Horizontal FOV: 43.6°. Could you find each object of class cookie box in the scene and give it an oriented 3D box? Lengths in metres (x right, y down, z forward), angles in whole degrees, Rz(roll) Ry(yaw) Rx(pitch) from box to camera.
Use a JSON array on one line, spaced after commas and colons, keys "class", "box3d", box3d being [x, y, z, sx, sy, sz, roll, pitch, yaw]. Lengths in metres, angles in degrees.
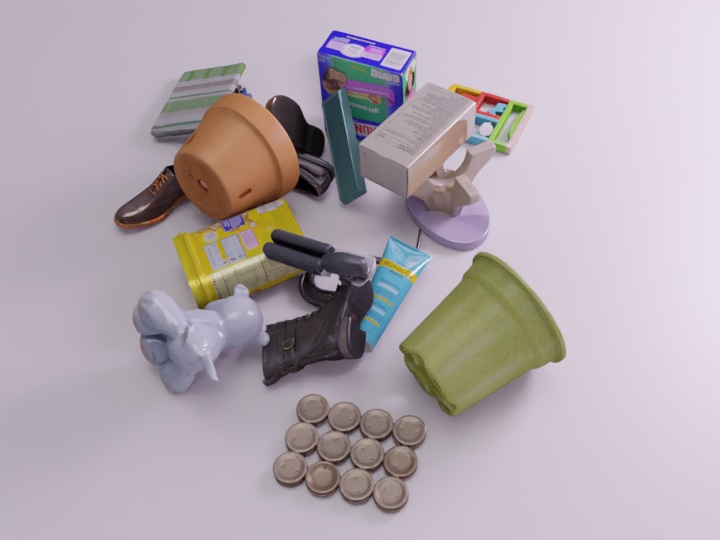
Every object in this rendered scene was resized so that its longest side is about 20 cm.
[{"class": "cookie box", "box3d": [0.015, -0.319, 1.646, 0.170, 0.201, 0.075, 19, 55, 18]}]

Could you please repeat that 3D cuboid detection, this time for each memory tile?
[{"class": "memory tile", "box3d": [-0.014, 0.260, 1.292, 0.199, 0.017, 0.154, 11, 52, 11]}]

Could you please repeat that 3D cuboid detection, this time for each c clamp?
[{"class": "c clamp", "box3d": [0.000, 0.000, 1.501, 0.198, 0.027, 0.172, 4, 57, 6]}]

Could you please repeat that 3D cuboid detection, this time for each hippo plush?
[{"class": "hippo plush", "box3d": [-0.234, 0.075, 1.352, 0.160, 0.200, 0.160, -32, 94, -34]}]

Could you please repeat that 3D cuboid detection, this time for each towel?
[{"class": "towel", "box3d": [-0.313, -0.331, 1.766, 0.148, 0.031, 0.201, -2, 47, 22]}]

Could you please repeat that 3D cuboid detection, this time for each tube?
[{"class": "tube", "box3d": [0.040, 0.037, 1.437, 0.077, 0.050, 0.201, 30, 61, 0]}]

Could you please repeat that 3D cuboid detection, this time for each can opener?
[{"class": "can opener", "box3d": [-0.067, -0.027, 1.357, 0.199, 0.067, 0.054, 18, 66, 30]}]

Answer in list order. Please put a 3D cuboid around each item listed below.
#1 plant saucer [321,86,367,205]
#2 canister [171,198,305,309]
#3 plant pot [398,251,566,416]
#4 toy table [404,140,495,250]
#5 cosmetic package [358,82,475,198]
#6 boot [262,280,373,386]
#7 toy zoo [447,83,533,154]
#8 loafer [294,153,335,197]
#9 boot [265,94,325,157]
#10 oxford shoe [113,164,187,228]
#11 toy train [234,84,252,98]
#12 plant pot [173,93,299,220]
[{"class": "plant saucer", "box3d": [-0.032, -0.222, 1.601, 0.019, 0.070, 0.201, -1, 75, -37]}, {"class": "canister", "box3d": [-0.192, -0.025, 1.480, 0.199, 0.087, 0.149, -22, 52, -9]}, {"class": "plant pot", "box3d": [0.165, 0.107, 1.314, 0.184, 0.201, 0.200, -37, 57, -11]}, {"class": "toy table", "box3d": [0.151, -0.145, 1.551, 0.183, 0.118, 0.200, -32, 55, -22]}, {"class": "cosmetic package", "box3d": [0.096, -0.218, 1.494, 0.105, 0.071, 0.200, 30, 57, 26]}, {"class": "boot", "box3d": [-0.074, 0.075, 1.386, 0.173, 0.069, 0.201, -15, 44, 26]}, {"class": "toy zoo", "box3d": [0.217, -0.298, 1.734, 0.199, 0.021, 0.132, 20, 54, 18]}, {"class": "loafer", "box3d": [-0.146, -0.185, 1.632, 0.199, 0.072, 0.063, 16, 57, 12]}, {"class": "boot", "box3d": [-0.136, -0.256, 1.618, 0.075, 0.200, 0.074, 10, 79, 22]}, {"class": "oxford shoe", "box3d": [-0.356, -0.146, 1.604, 0.200, 0.073, 0.071, -36, 57, -24]}, {"class": "toy train", "box3d": [-0.220, -0.294, 1.745, 0.045, 0.034, 0.201, -11, 51, -11]}, {"class": "plant pot", "box3d": [-0.223, -0.179, 1.540, 0.199, 0.201, 0.140, 30, 55, 25]}]
